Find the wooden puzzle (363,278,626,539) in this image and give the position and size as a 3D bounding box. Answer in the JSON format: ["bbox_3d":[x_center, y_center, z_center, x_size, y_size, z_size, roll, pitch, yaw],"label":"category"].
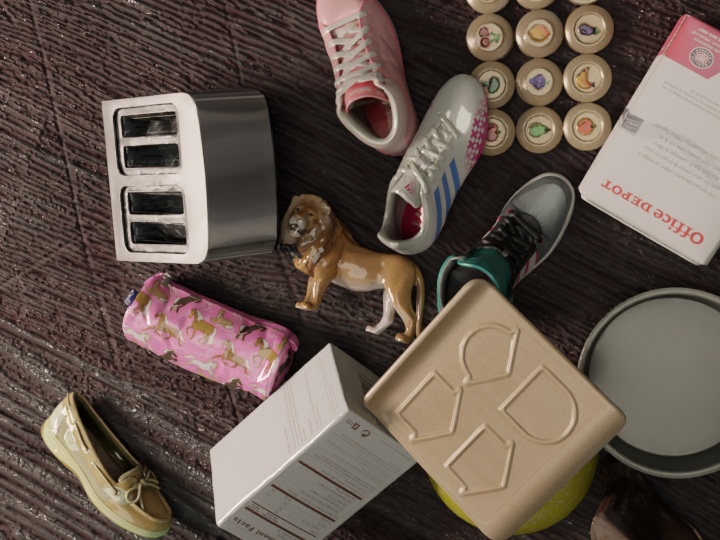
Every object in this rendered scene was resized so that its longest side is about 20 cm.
[{"bbox_3d":[0.130,0.136,0.976,0.200,0.046,0.185,44,108,11],"label":"wooden puzzle"}]

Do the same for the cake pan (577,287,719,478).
[{"bbox_3d":[0.328,0.115,1.034,0.200,0.037,0.201,1,96,11],"label":"cake pan"}]

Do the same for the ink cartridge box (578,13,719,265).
[{"bbox_3d":[0.328,-0.127,0.979,0.146,0.083,0.200,31,103,6],"label":"ink cartridge box"}]

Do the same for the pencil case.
[{"bbox_3d":[-0.169,0.075,1.125,0.200,0.083,0.087,23,142,8],"label":"pencil case"}]

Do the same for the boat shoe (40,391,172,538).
[{"bbox_3d":[-0.295,0.234,1.183,0.201,0.073,0.063,45,110,11],"label":"boat shoe"}]

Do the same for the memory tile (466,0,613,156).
[{"bbox_3d":[0.186,-0.222,1.032,0.153,0.017,0.200,-1,98,13],"label":"memory tile"}]

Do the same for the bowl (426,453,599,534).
[{"bbox_3d":[0.154,0.200,1.056,0.200,0.108,0.201,2,99,13],"label":"bowl"}]

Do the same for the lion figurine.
[{"bbox_3d":[0.000,0.000,1.088,0.200,0.072,0.123,20,85,-5],"label":"lion figurine"}]

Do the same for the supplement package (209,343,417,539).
[{"bbox_3d":[-0.055,0.202,1.079,0.200,0.117,0.117,-42,123,16],"label":"supplement package"}]

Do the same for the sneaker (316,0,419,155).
[{"bbox_3d":[0.003,-0.215,1.030,0.075,0.105,0.201,-21,92,17],"label":"sneaker"}]

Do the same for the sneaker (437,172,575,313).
[{"bbox_3d":[0.145,-0.016,1.018,0.084,0.121,0.200,38,104,5],"label":"sneaker"}]

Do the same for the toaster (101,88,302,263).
[{"bbox_3d":[-0.177,-0.098,1.049,0.200,0.119,0.181,3,101,38],"label":"toaster"}]

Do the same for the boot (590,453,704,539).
[{"bbox_3d":[0.296,0.287,0.988,0.064,0.200,0.186,-41,88,15],"label":"boot"}]

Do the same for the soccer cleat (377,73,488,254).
[{"bbox_3d":[0.075,-0.108,1.030,0.070,0.086,0.200,26,105,27],"label":"soccer cleat"}]
